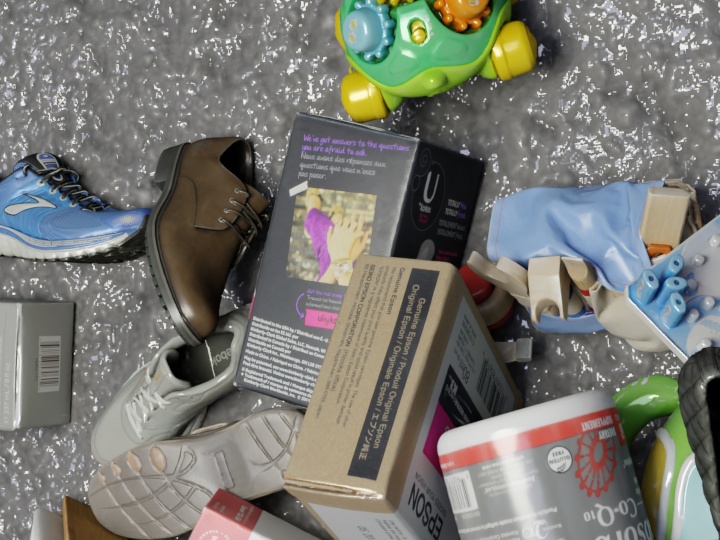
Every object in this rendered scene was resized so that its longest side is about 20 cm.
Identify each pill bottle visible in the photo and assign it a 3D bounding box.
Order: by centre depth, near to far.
[{"bbox_3d":[0.125,0.183,0.947,0.115,0.116,0.202,-18,82,23],"label":"pill bottle"}]

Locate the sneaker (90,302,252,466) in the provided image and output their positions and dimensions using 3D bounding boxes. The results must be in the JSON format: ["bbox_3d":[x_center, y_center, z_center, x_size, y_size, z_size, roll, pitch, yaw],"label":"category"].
[{"bbox_3d":[-0.148,0.088,1.209,0.199,0.092,0.076,-39,73,19],"label":"sneaker"}]

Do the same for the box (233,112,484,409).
[{"bbox_3d":[0.000,0.000,1.128,0.105,0.122,0.203,15,93,27],"label":"box"}]

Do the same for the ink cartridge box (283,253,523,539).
[{"bbox_3d":[0.036,0.111,1.035,0.074,0.200,0.166,5,62,24],"label":"ink cartridge box"}]

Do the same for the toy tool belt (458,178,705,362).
[{"bbox_3d":[0.138,-0.013,1.057,0.198,0.123,0.126,-6,58,24],"label":"toy tool belt"}]

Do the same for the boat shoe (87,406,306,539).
[{"bbox_3d":[-0.114,0.157,1.200,0.198,0.073,0.075,-16,86,17],"label":"boat shoe"}]

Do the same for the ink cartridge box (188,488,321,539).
[{"bbox_3d":[-0.044,0.258,1.125,0.198,0.068,0.118,26,95,1],"label":"ink cartridge box"}]

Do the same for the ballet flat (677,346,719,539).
[{"bbox_3d":[0.228,0.140,0.891,0.066,0.057,0.202,-23,93,20],"label":"ballet flat"}]

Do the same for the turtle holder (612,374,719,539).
[{"bbox_3d":[0.232,0.140,0.985,0.184,0.141,0.133,33,84,-6],"label":"turtle holder"}]

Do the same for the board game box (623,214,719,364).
[{"bbox_3d":[0.296,0.030,0.963,0.200,0.199,0.026,47,149,18],"label":"board game box"}]

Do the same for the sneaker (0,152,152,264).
[{"bbox_3d":[-0.253,-0.052,1.276,0.198,0.078,0.090,5,91,26],"label":"sneaker"}]

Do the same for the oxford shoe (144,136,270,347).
[{"bbox_3d":[-0.112,-0.032,1.172,0.084,0.073,0.202,-17,47,18],"label":"oxford shoe"}]

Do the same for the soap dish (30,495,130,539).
[{"bbox_3d":[-0.219,0.268,1.186,0.080,0.200,0.159,9,90,-11],"label":"soap dish"}]

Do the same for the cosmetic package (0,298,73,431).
[{"bbox_3d":[-0.343,0.074,1.306,0.198,0.090,0.108,0,90,22],"label":"cosmetic package"}]

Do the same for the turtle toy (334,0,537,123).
[{"bbox_3d":[0.040,-0.204,1.118,0.144,0.101,0.202,-16,48,11],"label":"turtle toy"}]
